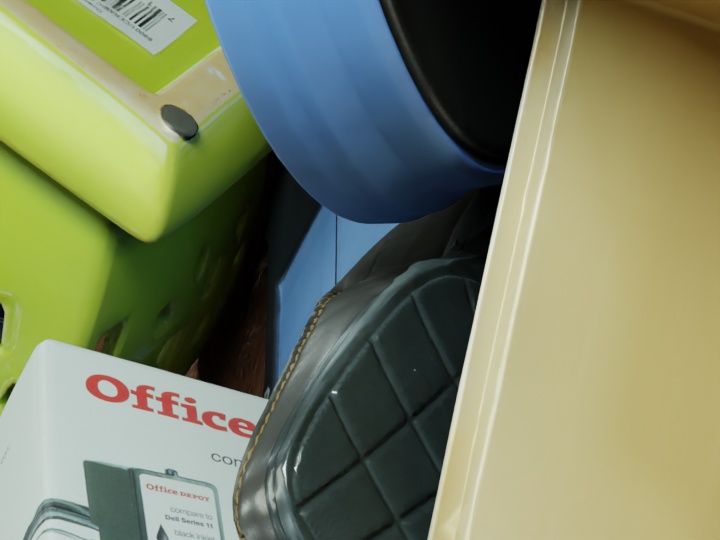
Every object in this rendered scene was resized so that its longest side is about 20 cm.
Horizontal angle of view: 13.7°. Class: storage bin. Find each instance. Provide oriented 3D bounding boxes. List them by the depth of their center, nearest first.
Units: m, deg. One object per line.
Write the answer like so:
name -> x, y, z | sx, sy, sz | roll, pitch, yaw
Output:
storage bin -> 0.098, 0.028, 0.615 | 0.200, 0.093, 0.199 | 171, 113, -70

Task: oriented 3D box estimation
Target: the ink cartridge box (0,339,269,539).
ink cartridge box -> -0.037, 0.125, 0.847 | 0.200, 0.146, 0.083 | -101, 34, -51

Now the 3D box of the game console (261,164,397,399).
game console -> 0.000, 0.000, 1.020 | 0.177, 0.031, 0.200 | 126, 153, -46

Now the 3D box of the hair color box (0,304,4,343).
hair color box -> -0.200, 0.104, 1.468 | 0.100, 0.060, 0.201 | -129, 57, -68

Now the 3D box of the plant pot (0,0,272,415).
plant pot -> -0.137, -0.046, 1.119 | 0.182, 0.200, 0.199 | -55, -5, 30

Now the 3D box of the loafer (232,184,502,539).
loafer -> 0.014, 0.030, 0.763 | 0.072, 0.073, 0.200 | -20, 11, 33

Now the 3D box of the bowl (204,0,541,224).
bowl -> 0.007, -0.112, 0.742 | 0.201, 0.039, 0.201 | -7, -90, -70
